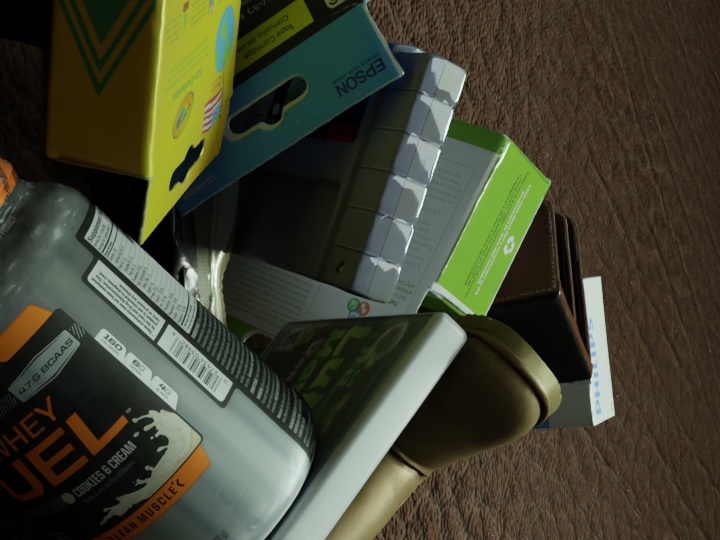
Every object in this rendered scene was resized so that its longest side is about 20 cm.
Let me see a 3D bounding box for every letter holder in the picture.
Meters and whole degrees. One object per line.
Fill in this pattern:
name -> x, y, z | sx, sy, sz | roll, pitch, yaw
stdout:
letter holder -> 0.041, 0.005, 1.036 | 0.101, 0.200, 0.142 | 61, 24, -49

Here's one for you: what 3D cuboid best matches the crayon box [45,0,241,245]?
crayon box -> -0.091, -0.127, 0.696 | 0.127, 0.051, 0.200 | -61, 162, -64

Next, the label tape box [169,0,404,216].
label tape box -> -0.068, -0.146, 0.829 | 0.200, 0.143, 0.066 | 63, 20, 13

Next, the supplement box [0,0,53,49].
supplement box -> -0.151, -0.217, 0.717 | 0.109, 0.109, 0.200 | 92, 13, -57

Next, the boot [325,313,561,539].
boot -> -0.003, 0.120, 0.770 | 0.066, 0.175, 0.200 | 45, 67, -2

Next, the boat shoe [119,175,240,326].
boat shoe -> -0.113, 0.017, 0.874 | 0.065, 0.072, 0.200 | 6, 91, -42

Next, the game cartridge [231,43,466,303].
game cartridge -> -0.020, -0.060, 0.851 | 0.038, 0.200, 0.130 | 14, 91, -27

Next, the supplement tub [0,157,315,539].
supplement tub -> -0.126, 0.046, 0.698 | 0.200, 0.123, 0.123 | 44, 38, -19

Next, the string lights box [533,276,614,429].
string lights box -> 0.073, 0.064, 1.118 | 0.059, 0.200, 0.103 | -5, 89, -67

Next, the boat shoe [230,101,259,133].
boat shoe -> -0.080, -0.096, 0.975 | 0.200, 0.065, 0.074 | 5, 107, -54

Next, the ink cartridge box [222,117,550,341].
ink cartridge box -> 0.000, 0.000, 0.945 | 0.076, 0.148, 0.200 | 35, 80, -56

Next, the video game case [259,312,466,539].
video game case -> -0.052, 0.103, 0.774 | 0.023, 0.182, 0.200 | 44, 69, -18
